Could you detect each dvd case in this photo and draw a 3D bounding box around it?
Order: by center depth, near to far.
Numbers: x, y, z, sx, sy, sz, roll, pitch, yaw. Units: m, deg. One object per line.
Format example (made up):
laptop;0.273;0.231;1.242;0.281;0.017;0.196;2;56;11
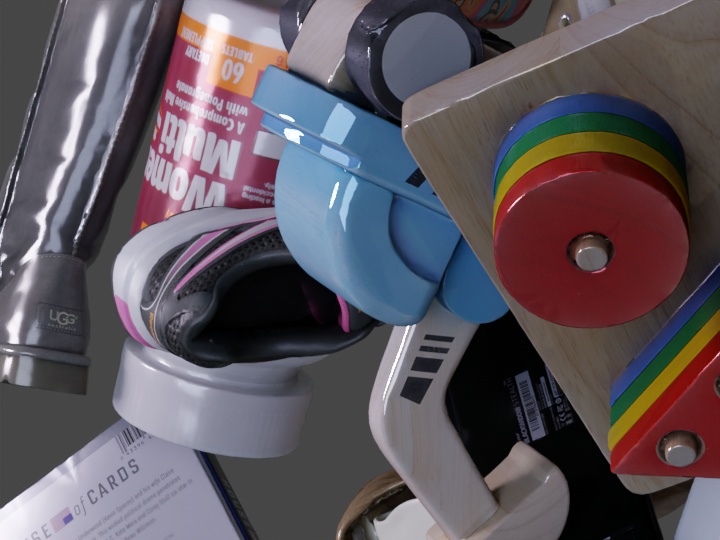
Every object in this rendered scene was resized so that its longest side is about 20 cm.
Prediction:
dvd case;-0.105;0.178;1.168;0.150;0.025;0.201;-36;62;11

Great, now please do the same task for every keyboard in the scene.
keyboard;0.092;0.061;1.064;0.104;0.040;0.201;-25;51;15

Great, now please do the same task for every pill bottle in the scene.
pill bottle;-0.049;-0.023;1.121;0.109;0.109;0.201;19;103;21

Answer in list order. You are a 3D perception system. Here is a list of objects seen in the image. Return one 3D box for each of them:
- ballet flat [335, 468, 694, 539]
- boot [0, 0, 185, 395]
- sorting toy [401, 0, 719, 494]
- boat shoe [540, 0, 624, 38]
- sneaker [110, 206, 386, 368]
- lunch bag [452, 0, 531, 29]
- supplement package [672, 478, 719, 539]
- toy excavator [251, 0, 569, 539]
ballet flat;0.073;0.099;1.101;0.199;0.072;0.068;-17;90;25
boot;-0.155;-0.046;1.182;0.181;0.072;0.201;6;87;54
sorting toy;0.144;-0.005;0.874;0.198;0.070;0.200;-22;123;20
boat shoe;0.102;-0.089;1.001;0.068;0.075;0.201;-36;44;29
sneaker;0.000;0.000;1.037;0.199;0.086;0.081;-24;114;-11
lunch bag;0.045;-0.200;1.022;0.082;0.176;0.201;24;105;20
supplement package;0.234;0.068;1.005;0.155;0.111;0.201;23;104;20
toy excavator;0.026;0.004;0.965;0.201;0.194;0.100;-63;27;5
